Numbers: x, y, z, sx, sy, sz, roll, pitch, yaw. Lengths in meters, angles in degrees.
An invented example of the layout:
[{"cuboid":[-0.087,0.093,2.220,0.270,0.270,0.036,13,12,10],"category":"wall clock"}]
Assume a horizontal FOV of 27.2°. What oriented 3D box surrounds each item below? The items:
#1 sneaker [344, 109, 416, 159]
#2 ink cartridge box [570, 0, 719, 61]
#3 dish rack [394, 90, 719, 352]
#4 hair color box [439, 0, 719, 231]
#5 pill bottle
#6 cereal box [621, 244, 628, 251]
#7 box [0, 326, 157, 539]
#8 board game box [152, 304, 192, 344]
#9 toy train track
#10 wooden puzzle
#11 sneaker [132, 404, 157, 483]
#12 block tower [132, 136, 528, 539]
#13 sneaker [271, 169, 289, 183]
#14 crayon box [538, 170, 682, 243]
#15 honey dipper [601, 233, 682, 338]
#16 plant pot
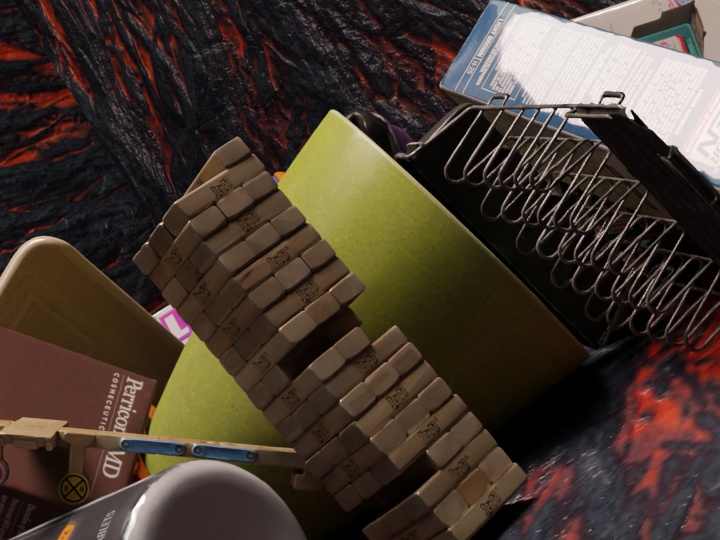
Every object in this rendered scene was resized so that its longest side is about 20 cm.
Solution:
[{"cuboid":[0.000,0.000,0.905,0.075,0.201,0.087,-11,-26,27],"category":"sneaker"},{"cuboid":[0.225,-0.152,0.933,0.199,0.068,0.116,-14,7,32],"category":"ink cartridge box"},{"cuboid":[0.114,-0.020,0.706,0.055,0.153,0.200,-51,19,-9],"category":"dish rack"},{"cuboid":[0.143,-0.070,0.755,0.200,0.100,0.061,30,87,48],"category":"hair color box"},{"cuboid":[-0.118,0.160,0.660,0.199,0.107,0.106,-28,7,40],"category":"pill bottle"},{"cuboid":[0.074,0.035,0.991,0.199,0.040,0.144,-27,8,37],"category":"cereal box"},{"cuboid":[-0.214,0.080,0.761,0.100,0.199,0.075,-83,19,-47],"category":"box"},{"cuboid":[-0.076,0.063,1.055,0.134,0.034,0.200,-32,-28,-2],"category":"board game box"},{"cuboid":[-0.109,0.091,0.688,0.199,0.033,0.115,6,-3,-7],"category":"toy train track"},{"cuboid":[-0.194,0.103,0.897,0.046,0.185,0.201,17,69,41],"category":"wooden puzzle"},{"cuboid":[-0.145,0.148,0.847,0.077,0.112,0.200,-29,7,25],"category":"sneaker"},{"cuboid":[-0.018,0.040,0.666,0.058,0.200,0.054,-36,-5,-40],"category":"block tower"},{"cuboid":[-0.058,0.042,0.903,0.078,0.201,0.075,-6,0,-4],"category":"sneaker"},{"cuboid":[0.203,-0.072,0.894,0.199,0.059,0.172,-13,12,38],"category":"crayon box"},{"cuboid":[0.182,-0.015,0.899,0.038,0.038,0.200,-26,5,42],"category":"honey dipper"},{"cuboid":[-0.016,0.052,0.783,0.200,0.187,0.187,-46,6,1],"category":"plant pot"}]
